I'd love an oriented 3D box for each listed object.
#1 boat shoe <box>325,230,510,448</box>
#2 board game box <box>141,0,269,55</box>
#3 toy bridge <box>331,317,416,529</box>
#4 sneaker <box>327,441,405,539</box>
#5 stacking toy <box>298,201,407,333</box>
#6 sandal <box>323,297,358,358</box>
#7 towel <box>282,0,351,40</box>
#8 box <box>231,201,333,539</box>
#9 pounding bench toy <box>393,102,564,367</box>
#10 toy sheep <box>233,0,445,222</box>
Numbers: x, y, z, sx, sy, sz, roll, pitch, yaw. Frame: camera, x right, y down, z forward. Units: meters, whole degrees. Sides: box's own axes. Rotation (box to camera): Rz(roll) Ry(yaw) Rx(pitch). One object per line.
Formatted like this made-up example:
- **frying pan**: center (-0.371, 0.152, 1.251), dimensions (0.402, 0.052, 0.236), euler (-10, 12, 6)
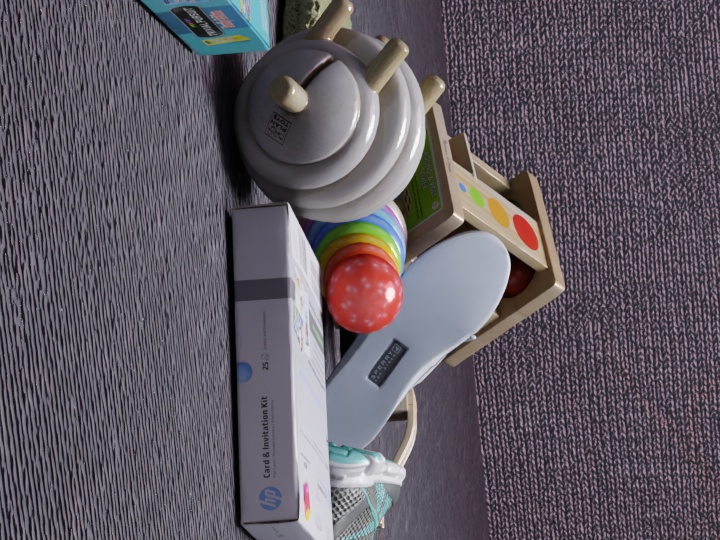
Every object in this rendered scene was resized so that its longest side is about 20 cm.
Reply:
- **boat shoe**: center (0.036, 0.052, 1.744), dimensions (0.202, 0.074, 0.086), euler (-53, -175, 1)
- **board game box**: center (-0.092, -0.212, 1.273), dimensions (0.200, 0.046, 0.152), euler (36, 50, -81)
- **toy bridge**: center (0.012, 0.112, 1.876), dimensions (0.027, 0.067, 0.202), euler (71, 16, -64)
- **sneaker**: center (-0.017, 0.171, 1.638), dimensions (0.200, 0.077, 0.092), euler (39, 63, -77)
- **stacking toy**: center (0.000, 0.000, 1.645), dimensions (0.200, 0.085, 0.086), euler (-106, -171, -74)
- **sandal**: center (-0.005, 0.024, 1.857), dimensions (0.075, 0.048, 0.201), euler (40, 35, -32)
- **towel**: center (-0.035, -0.179, 1.817), dimensions (0.149, 0.036, 0.201), euler (77, 11, -48)
- **box**: center (-0.049, 0.076, 1.479), dimensions (0.156, 0.041, 0.202), euler (65, 20, -73)
- **pounding bench toy**: center (0.064, -0.053, 1.859), dimensions (0.156, 0.124, 0.201), euler (32, 35, -39)
- **toy sheep**: center (-0.019, -0.098, 1.491), dimensions (0.200, 0.137, 0.139), euler (33, 51, -65)
